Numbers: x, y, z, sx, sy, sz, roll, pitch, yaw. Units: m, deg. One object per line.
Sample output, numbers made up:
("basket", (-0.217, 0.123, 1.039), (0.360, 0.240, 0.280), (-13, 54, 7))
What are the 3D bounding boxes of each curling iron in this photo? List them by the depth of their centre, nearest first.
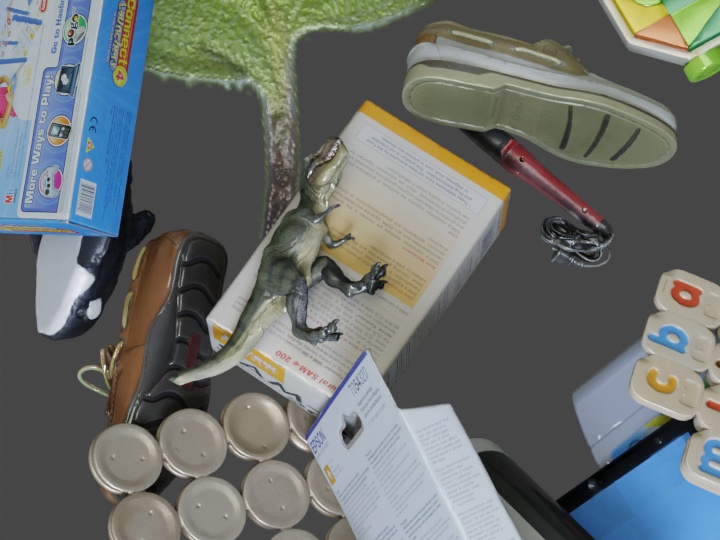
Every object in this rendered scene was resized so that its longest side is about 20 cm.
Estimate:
("curling iron", (0.105, -0.077, 1.619), (0.050, 0.026, 0.200), (-31, 71, -35))

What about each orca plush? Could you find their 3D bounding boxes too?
("orca plush", (-0.187, -0.047, 1.649), (0.105, 0.071, 0.200), (-19, 67, 49))

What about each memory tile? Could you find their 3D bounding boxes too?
("memory tile", (-0.082, 0.161, 1.558), (0.200, 0.017, 0.153), (-11, 73, -27))

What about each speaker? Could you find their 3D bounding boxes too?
("speaker", (0.116, 0.195, 1.502), (0.081, 0.081, 0.200), (-45, 41, -2))

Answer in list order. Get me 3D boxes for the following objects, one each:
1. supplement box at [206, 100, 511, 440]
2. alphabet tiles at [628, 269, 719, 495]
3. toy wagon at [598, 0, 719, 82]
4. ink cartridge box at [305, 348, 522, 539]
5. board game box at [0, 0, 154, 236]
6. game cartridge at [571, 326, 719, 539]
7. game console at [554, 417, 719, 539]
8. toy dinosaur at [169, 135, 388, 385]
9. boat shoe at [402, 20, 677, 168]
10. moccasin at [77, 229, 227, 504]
("supplement box", (0.000, 0.000, 1.584), (0.126, 0.074, 0.200), (33, 74, 10))
("alphabet tiles", (0.280, 0.079, 1.520), (0.195, 0.015, 0.200), (23, 51, -1))
("toy wagon", (0.263, -0.236, 1.625), (0.200, 0.040, 0.155), (-29, 79, 2))
("ink cartridge box", (0.042, 0.162, 1.483), (0.043, 0.196, 0.200), (-21, 76, -20))
("board game box", (-0.249, -0.127, 1.618), (0.196, 0.056, 0.200), (3, 81, 35))
("game cartridge", (0.241, 0.133, 1.558), (0.133, 0.040, 0.200), (-41, 74, 13))
("game console", (0.185, 0.218, 1.496), (0.200, 0.171, 0.118), (-39, 104, 22))
("toy dinosaur", (-0.039, 0.009, 1.519), (0.088, 0.047, 0.200), (24, 73, 24))
("boat shoe", (0.131, -0.130, 1.604), (0.200, 0.075, 0.068), (15, 55, -8))
("moccasin", (-0.151, 0.069, 1.608), (0.078, 0.074, 0.202), (-6, 73, 47))
